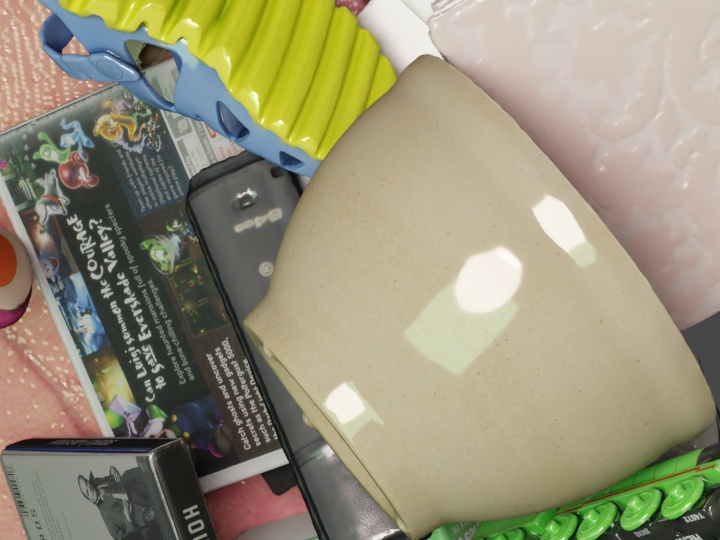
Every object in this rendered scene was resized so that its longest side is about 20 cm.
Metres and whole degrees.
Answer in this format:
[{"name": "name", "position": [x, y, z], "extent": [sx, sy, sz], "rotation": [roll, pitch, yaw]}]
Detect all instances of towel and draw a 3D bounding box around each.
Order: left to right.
[{"name": "towel", "position": [0.151, -0.085, 1.246], "extent": [0.191, 0.032, 0.200], "rotation": [-31, 118, 5]}]

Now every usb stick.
[{"name": "usb stick", "position": [-0.023, 0.040, 1.318], "extent": [0.055, 0.033, 0.201], "rotation": [-25, 75, 7]}]

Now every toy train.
[{"name": "toy train", "position": [0.109, 0.111, 1.268], "extent": [0.042, 0.056, 0.200], "rotation": [45, 147, -14]}]

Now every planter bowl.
[{"name": "planter bowl", "position": [0.035, 0.027, 1.228], "extent": [0.135, 0.200, 0.201], "rotation": [-37, 88, -6]}]

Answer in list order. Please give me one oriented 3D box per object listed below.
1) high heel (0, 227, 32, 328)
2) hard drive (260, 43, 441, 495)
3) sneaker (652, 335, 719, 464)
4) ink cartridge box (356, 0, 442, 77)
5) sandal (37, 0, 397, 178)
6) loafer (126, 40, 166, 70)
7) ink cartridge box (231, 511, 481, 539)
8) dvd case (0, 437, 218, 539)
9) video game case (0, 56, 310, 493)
[{"name": "high heel", "position": [-0.216, 0.013, 1.423], "extent": [0.067, 0.200, 0.097], "rotation": [12, 106, -28]}, {"name": "hard drive", "position": [0.000, 0.000, 1.392], "extent": [0.200, 0.038, 0.140], "rotation": [-36, 89, 26]}, {"name": "sneaker", "position": [0.147, 0.119, 1.349], "extent": [0.078, 0.079, 0.201], "rotation": [-17, 72, 21]}, {"name": "ink cartridge box", "position": [0.086, -0.139, 1.286], "extent": [0.115, 0.068, 0.200], "rotation": [43, 103, 6]}, {"name": "sandal", "position": [-0.070, -0.098, 1.317], "extent": [0.200, 0.080, 0.087], "rotation": [33, 148, -1]}, {"name": "loafer", "position": [-0.061, -0.164, 1.359], "extent": [0.200, 0.076, 0.068], "rotation": [-36, 90, 34]}, {"name": "ink cartridge box", "position": [0.022, 0.212, 1.410], "extent": [0.145, 0.084, 0.201], "rotation": [-18, 95, 24]}, {"name": "dvd case", "position": [-0.111, 0.155, 1.417], "extent": [0.200, 0.025, 0.151], "rotation": [-5, 104, 63]}, {"name": "video game case", "position": [-0.069, -0.002, 1.387], "extent": [0.181, 0.023, 0.201], "rotation": [-21, 95, 24]}]
